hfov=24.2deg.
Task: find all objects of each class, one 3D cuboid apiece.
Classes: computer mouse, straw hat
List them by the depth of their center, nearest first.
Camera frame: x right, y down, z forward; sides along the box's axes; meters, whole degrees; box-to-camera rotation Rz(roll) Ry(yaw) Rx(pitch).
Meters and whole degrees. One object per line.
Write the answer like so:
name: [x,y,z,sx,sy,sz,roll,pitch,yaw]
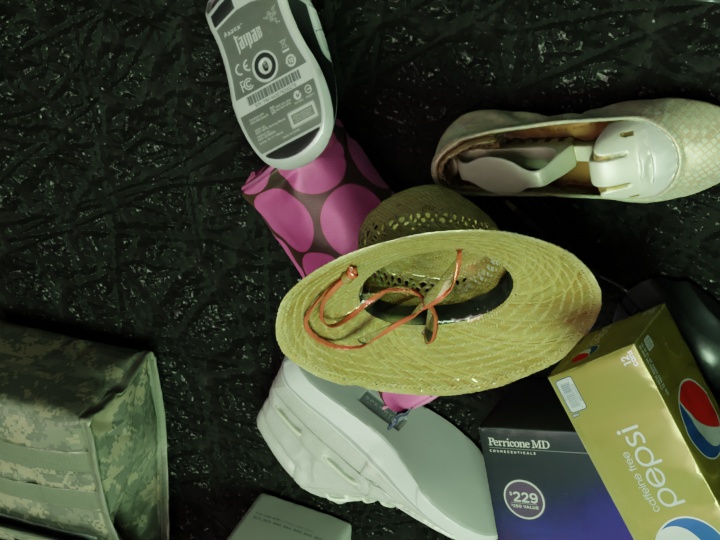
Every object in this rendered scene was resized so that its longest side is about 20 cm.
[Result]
straw hat: [0.044,-0.005,1.040,0.199,0.086,0.202,-4,146,-3]
computer mouse: [-0.062,-0.160,1.073,0.109,0.044,0.202,-22,82,30]
computer mouse: [0.162,0.014,1.079,0.199,0.034,0.059,34,128,8]

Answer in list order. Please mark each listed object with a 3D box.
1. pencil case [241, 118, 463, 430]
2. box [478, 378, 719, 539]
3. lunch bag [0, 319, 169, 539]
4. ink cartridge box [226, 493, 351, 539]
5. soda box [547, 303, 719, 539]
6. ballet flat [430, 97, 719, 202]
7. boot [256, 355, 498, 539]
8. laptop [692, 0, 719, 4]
pencil case: [0.000,0.000,1.128,0.093,0.091,0.201,-23,102,48]
box: [0.191,0.152,1.111,0.198,0.079,0.142,0,111,28]
lunch bag: [-0.241,0.156,1.323,0.163,0.118,0.201,11,126,23]
ink cartridge box: [-0.082,0.288,1.256,0.083,0.200,0.147,15,123,17]
soda box: [0.194,0.128,1.010,0.064,0.068,0.201,-24,98,33]
ballet flat: [0.136,-0.065,1.032,0.198,0.062,0.068,-1,116,28]
boot: [0.013,0.140,1.214,0.200,0.073,0.096,42,134,12]
laptop: [0.162,-0.263,0.943,0.200,0.115,0.189,41,133,39]
